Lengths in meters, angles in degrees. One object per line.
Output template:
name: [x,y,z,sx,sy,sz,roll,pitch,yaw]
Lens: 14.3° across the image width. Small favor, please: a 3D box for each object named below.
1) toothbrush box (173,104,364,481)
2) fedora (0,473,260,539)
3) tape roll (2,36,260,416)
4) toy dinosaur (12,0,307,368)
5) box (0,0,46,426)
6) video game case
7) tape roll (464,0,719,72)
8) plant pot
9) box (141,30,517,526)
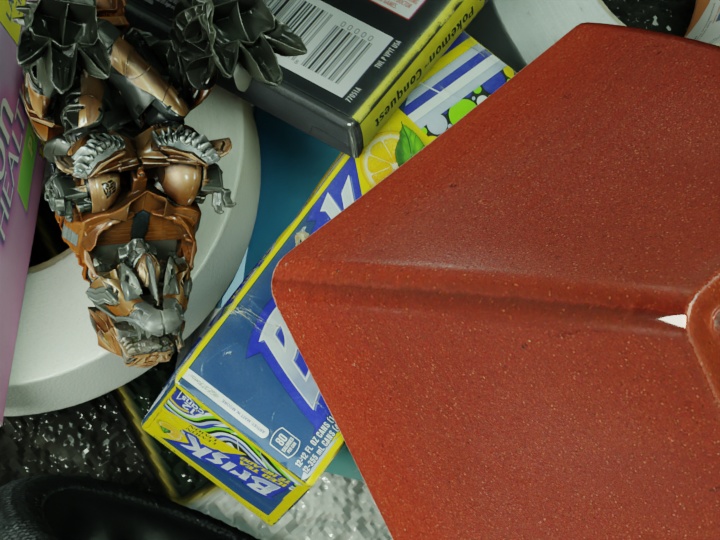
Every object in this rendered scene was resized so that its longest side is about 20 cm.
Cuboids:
toothbrush box: [0.031,0.015,1.224,0.199,0.085,0.147,13,68,-11]
fedora: [-0.071,0.161,1.126,0.200,0.201,0.092,23,100,-8]
tape roll: [-0.140,-0.039,1.174,0.202,0.037,0.203,-4,66,9]
toy dinosaur: [-0.098,-0.069,1.085,0.102,0.136,0.200,-26,77,-25]
box: [-0.232,-0.041,1.118,0.199,0.097,0.176,2,69,13]
video game case: [-0.030,-0.156,1.180,0.200,0.026,0.181,29,64,23]
tape roll: [0.123,-0.141,1.268,0.200,0.066,0.201,4,80,-26]
plant pot: [0.123,0.034,1.071,0.200,0.176,0.200,-39,114,-31]
box: [0.000,0.000,1.138,0.070,0.064,0.200,37,64,-2]
